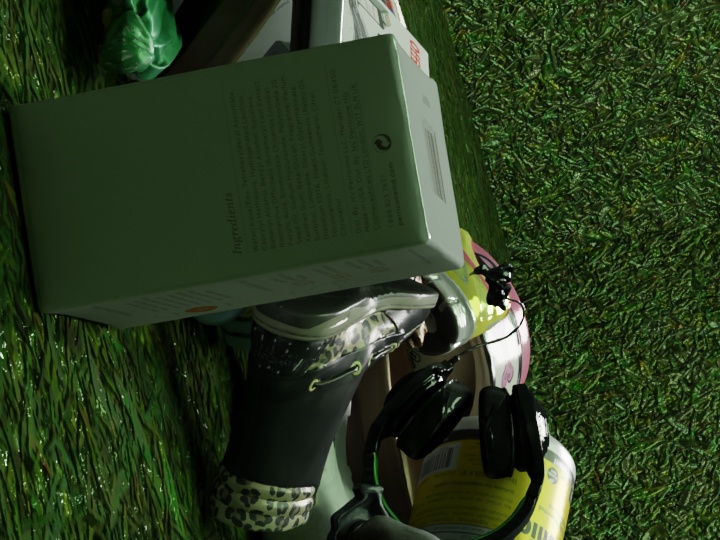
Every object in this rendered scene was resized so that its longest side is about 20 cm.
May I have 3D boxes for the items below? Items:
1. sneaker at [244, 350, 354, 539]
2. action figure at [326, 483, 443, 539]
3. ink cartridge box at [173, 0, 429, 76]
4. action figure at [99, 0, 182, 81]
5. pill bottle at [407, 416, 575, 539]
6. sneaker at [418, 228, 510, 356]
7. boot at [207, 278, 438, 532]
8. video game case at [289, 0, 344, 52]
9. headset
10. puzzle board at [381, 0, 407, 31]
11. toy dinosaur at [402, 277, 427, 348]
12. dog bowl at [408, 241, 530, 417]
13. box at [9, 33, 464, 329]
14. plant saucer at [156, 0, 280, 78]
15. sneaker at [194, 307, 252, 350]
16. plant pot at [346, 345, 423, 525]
[{"bbox_3d":[-0.050,0.132,1.584,0.080,0.076,0.200,36,40,-52],"label":"sneaker"},{"bbox_3d":[0.017,0.242,1.494,0.193,0.105,0.200,-17,97,-45],"label":"action figure"},{"bbox_3d":[-0.041,-0.171,1.683,0.200,0.084,0.146,46,21,-23],"label":"ink cartridge box"},{"bbox_3d":[-0.134,-0.164,1.386,0.200,0.055,0.118,-95,173,-62],"label":"action figure"},{"bbox_3d":[0.081,0.212,1.648,0.111,0.111,0.200,69,31,-52],"label":"pill bottle"},{"bbox_3d":[0.039,-0.016,1.788,0.200,0.090,0.078,53,-43,27],"label":"sneaker"},{"bbox_3d":[-0.026,0.075,1.491,0.204,0.073,0.154,-13,121,-65],"label":"boot"},{"bbox_3d":[-0.030,-0.123,1.501,0.182,0.023,0.200,-104,-163,-71],"label":"video game case"},{"bbox_3d":[0.073,0.097,1.600,0.094,0.123,0.200,90,15,-68],"label":"headset"},{"bbox_3d":[-0.043,-0.223,1.822,0.200,0.017,0.151,29,-26,35],"label":"puzzle board"},{"bbox_3d":[0.000,0.000,1.657,0.136,0.200,0.102,28,79,-30],"label":"toy dinosaur"},{"bbox_3d":[0.052,0.054,1.901,0.074,0.200,0.200,-26,109,-42],"label":"dog bowl"},{"bbox_3d":[-0.059,-0.041,1.213,0.152,0.200,0.107,27,54,-80],"label":"box"},{"bbox_3d":[-0.078,-0.177,1.472,0.029,0.200,0.200,34,22,-13],"label":"plant saucer"},{"bbox_3d":[-0.071,0.013,1.511,0.200,0.079,0.131,-84,160,-63],"label":"sneaker"},{"bbox_3d":[0.000,0.144,1.784,0.201,0.093,0.201,-12,90,-83],"label":"plant pot"}]
